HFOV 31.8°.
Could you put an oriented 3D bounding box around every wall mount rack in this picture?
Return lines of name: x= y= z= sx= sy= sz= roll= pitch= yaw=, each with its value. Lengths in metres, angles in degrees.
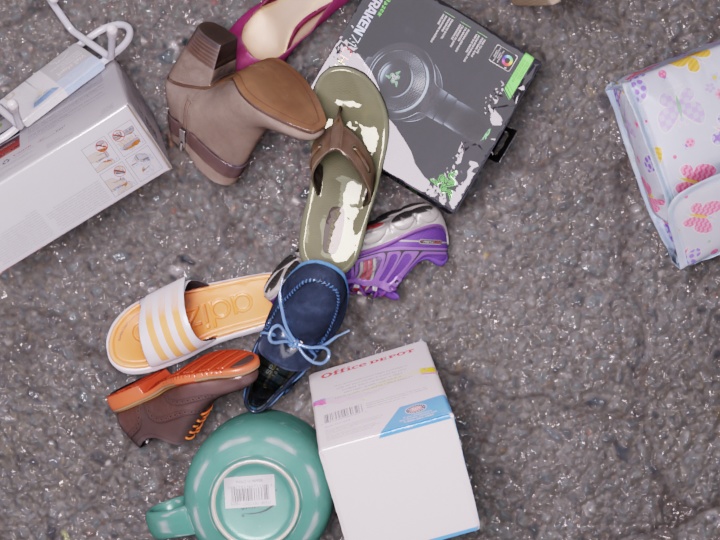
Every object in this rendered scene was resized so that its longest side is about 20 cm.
wall mount rack: x=-0.304 y=-0.196 z=1.225 sx=0.200 sy=0.174 sz=0.075 roll=-41 pitch=132 yaw=-13

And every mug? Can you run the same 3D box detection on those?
mug: x=-0.111 y=0.235 z=1.270 sx=0.152 sy=0.114 sz=0.185 roll=39 pitch=91 yaw=-1

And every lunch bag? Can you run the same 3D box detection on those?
lunch bag: x=0.360 y=-0.121 z=1.254 sx=0.169 sy=0.127 sz=0.201 roll=-20 pitch=98 yaw=3

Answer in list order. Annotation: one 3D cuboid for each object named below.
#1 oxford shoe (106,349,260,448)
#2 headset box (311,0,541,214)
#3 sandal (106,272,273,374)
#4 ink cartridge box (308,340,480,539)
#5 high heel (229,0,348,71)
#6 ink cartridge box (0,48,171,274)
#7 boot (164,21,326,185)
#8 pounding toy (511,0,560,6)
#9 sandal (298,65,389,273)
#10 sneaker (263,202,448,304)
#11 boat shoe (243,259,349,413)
oxford shoe: x=-0.167 y=0.129 z=1.260 sx=0.199 sy=0.071 sz=0.073 roll=-19 pitch=96 yaw=40
headset box: x=0.062 y=-0.173 z=1.268 sx=0.199 sy=0.093 sz=0.175 roll=32 pitch=93 yaw=-1
sandal: x=-0.165 y=0.039 z=1.284 sx=0.205 sy=0.059 sz=0.080 roll=-19 pitch=69 yaw=-3
ink cartridge box: x=0.029 y=0.167 z=1.237 sx=0.128 sy=0.200 sz=0.126 roll=-15 pitch=109 yaw=1
high heel: x=-0.077 y=-0.255 z=1.264 sx=0.200 sy=0.096 sz=0.067 roll=-41 pitch=92 yaw=1
ink cartridge box: x=-0.302 y=-0.115 z=1.261 sx=0.199 sy=0.176 sz=0.084 roll=-31 pitch=122 yaw=2
boot: x=-0.118 y=-0.143 z=1.237 sx=0.070 sy=0.147 sz=0.200 roll=-23 pitch=56 yaw=-37
pounding toy: x=0.206 y=-0.374 z=1.230 sx=0.200 sy=0.184 sz=0.142 roll=-36 pitch=103 yaw=1
sandal: x=-0.016 y=-0.093 z=1.198 sx=0.079 sy=0.057 sz=0.202 roll=5 pitch=91 yaw=2
sneaker: x=0.000 y=0.000 z=1.277 sx=0.199 sy=0.081 sz=0.084 roll=-20 pitch=102 yaw=-8
boat shoe: x=-0.062 y=0.074 z=1.236 sx=0.084 sy=0.069 sz=0.201 roll=21 pitch=135 yaw=-1
